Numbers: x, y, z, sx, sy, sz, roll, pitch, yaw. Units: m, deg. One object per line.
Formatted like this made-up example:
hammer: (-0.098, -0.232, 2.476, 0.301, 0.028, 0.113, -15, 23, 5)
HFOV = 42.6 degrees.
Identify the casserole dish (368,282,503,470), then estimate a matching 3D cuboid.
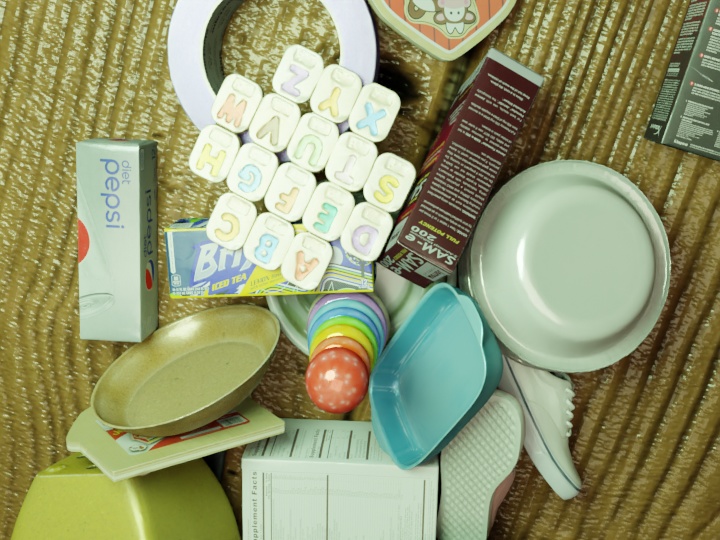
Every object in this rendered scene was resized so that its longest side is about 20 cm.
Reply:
casserole dish: (0.072, 0.102, 0.874, 0.038, 0.122, 0.201, 2, 138, -32)

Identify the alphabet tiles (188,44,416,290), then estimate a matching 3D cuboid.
alphabet tiles: (-0.053, -0.094, 0.843, 0.198, 0.015, 0.198, 27, 94, 3)

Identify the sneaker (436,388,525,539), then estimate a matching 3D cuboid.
sneaker: (0.125, 0.185, 0.943, 0.074, 0.105, 0.203, 17, 121, 13)

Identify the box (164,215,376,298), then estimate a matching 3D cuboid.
box: (-0.084, -0.016, 0.891, 0.196, 0.064, 0.071, -2, 102, 5)

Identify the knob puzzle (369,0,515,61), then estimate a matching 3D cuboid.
knob puzzle: (0.080, -0.298, 0.848, 0.216, 0.030, 0.224, -3, 98, -20)

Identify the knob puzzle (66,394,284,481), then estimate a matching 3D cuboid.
knob puzzle: (-0.197, 0.158, 0.928, 0.215, 0.220, 0.031, -2, 104, 4)

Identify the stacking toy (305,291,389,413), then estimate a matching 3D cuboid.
stacking toy: (-0.018, 0.073, 0.835, 0.084, 0.200, 0.087, 1, 102, 4)

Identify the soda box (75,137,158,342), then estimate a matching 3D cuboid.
soda box: (-0.249, -0.032, 0.948, 0.067, 0.063, 0.204, 4, 102, 3)

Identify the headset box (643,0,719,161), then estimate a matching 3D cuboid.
headset box: (0.375, -0.199, 0.866, 0.146, 0.077, 0.203, 15, 102, 0)

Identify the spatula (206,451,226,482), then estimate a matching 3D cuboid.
spatula: (-0.172, 0.270, 1.029, 0.056, 0.021, 0.204, 13, 101, 9)

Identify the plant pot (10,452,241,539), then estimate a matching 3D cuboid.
plant pot: (-0.238, 0.283, 0.941, 0.192, 0.194, 0.204, -4, 96, 18)

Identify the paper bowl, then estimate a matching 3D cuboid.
paper bowl: (0.198, -0.004, 0.879, 0.197, 0.104, 0.205, 0, 86, -5)

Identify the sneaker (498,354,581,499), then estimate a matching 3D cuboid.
sneaker: (0.191, 0.140, 0.951, 0.070, 0.073, 0.202, -25, 99, 12)

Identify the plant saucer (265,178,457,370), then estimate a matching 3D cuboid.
plant saucer: (0.000, 0.000, 0.946, 0.196, 0.050, 0.204, 1, 102, 4)

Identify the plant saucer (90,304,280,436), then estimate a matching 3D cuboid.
plant saucer: (-0.166, 0.103, 0.909, 0.197, 0.201, 0.036, -17, 116, 7)

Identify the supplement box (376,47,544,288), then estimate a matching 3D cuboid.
supplement box: (0.090, -0.090, 0.856, 0.060, 0.109, 0.202, 27, 78, -4)

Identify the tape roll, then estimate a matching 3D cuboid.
tape roll: (-0.080, -0.208, 0.890, 0.196, 0.085, 0.204, 1, 102, 3)

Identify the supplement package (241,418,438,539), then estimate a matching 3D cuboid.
supplement package: (-0.019, 0.228, 0.964, 0.196, 0.110, 0.116, 3, 103, 3)
